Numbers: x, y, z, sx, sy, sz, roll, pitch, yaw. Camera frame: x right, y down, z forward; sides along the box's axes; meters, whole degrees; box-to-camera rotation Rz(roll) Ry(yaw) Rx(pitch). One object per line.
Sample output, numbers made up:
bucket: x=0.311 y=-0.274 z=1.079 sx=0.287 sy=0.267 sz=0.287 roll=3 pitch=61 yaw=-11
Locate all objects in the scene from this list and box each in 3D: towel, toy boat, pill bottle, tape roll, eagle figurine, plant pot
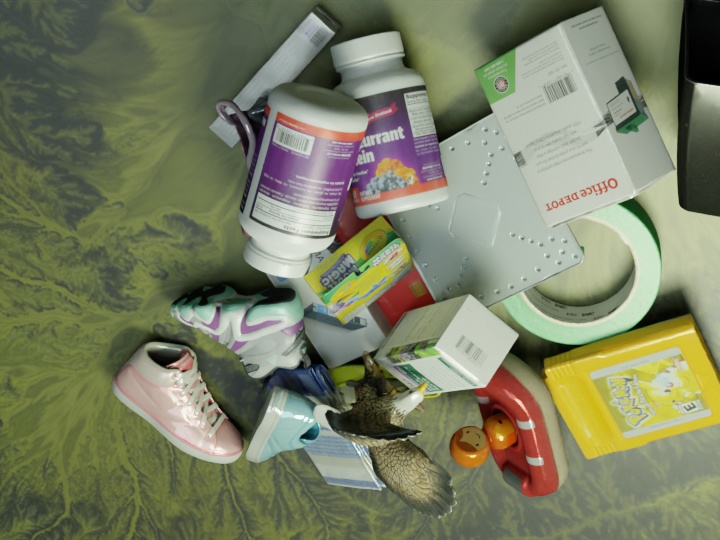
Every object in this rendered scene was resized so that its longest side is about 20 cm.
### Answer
towel: x=-0.047 y=0.204 z=1.792 sx=0.147 sy=0.024 sz=0.200 roll=-8 pitch=118 yaw=54
toy boat: x=0.169 y=0.201 z=1.707 sx=0.131 sy=0.130 sz=0.200 roll=-25 pitch=113 yaw=-20
pill bottle: x=-0.068 y=-0.098 z=1.508 sx=0.112 sy=0.112 sz=0.200 roll=18 pitch=110 yaw=2
tape roll: x=0.261 y=-0.008 z=1.652 sx=0.200 sy=0.048 sz=0.201 roll=5 pitch=116 yaw=10
eagle figurine: x=0.030 y=0.189 z=1.615 sx=0.151 sy=0.200 sz=0.151 roll=7 pitch=126 yaw=-12
pill bottle: x=0.028 y=-0.167 z=1.569 sx=0.111 sy=0.111 sz=0.200 roll=-12 pitch=94 yaw=16
plant pot: x=0.430 y=-0.159 z=1.473 sx=0.199 sy=0.200 sz=0.178 roll=10 pitch=127 yaw=6

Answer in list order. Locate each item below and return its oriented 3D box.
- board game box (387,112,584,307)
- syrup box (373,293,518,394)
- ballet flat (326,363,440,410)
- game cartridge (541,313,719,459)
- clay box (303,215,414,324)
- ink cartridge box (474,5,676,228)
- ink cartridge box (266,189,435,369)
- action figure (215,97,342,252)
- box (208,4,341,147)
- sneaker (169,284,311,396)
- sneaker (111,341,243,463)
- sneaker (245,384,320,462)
board game box: x=0.140 y=-0.062 z=1.621 sx=0.200 sy=0.026 sz=0.200 roll=-28 pitch=93 yaw=31
syrup box: x=0.097 y=0.091 z=1.622 sx=0.079 sy=0.081 sz=0.200 roll=39 pitch=161 yaw=-11
ballet flat: x=0.017 y=0.152 z=1.760 sx=0.200 sy=0.067 sz=0.067 roll=-12 pitch=136 yaw=15
game cartridge: x=0.343 y=0.149 z=1.694 sx=0.200 sy=0.032 sz=0.176 roll=-20 pitch=126 yaw=19
clay box: x=0.000 y=0.000 z=1.592 sx=0.115 sy=0.200 sz=0.048 roll=-39 pitch=78 yaw=-2
ink cartridge box: x=0.234 y=-0.165 z=1.502 sx=0.146 sy=0.084 sz=0.200 roll=-21 pitch=95 yaw=53
ink cartridge box: x=-0.014 y=0.005 z=1.714 sx=0.176 sy=0.045 sz=0.200 roll=-26 pitch=108 yaw=22
action figure: x=-0.101 y=-0.091 z=1.606 sx=0.149 sy=0.134 sz=0.200 roll=0 pitch=116 yaw=-38
box: x=-0.102 y=-0.229 z=1.621 sx=0.041 sy=0.039 sz=0.200 roll=41 pitch=116 yaw=-8
sneaker: x=-0.151 y=0.095 z=1.742 sx=0.200 sy=0.078 sz=0.140 roll=3 pitch=116 yaw=36
sneaker: x=-0.228 y=0.170 z=1.817 sx=0.200 sy=0.075 sz=0.105 roll=35 pitch=122 yaw=-2
sneaker: x=-0.097 y=0.213 z=1.775 sx=0.082 sy=0.074 sz=0.200 roll=21 pitch=156 yaw=-3
